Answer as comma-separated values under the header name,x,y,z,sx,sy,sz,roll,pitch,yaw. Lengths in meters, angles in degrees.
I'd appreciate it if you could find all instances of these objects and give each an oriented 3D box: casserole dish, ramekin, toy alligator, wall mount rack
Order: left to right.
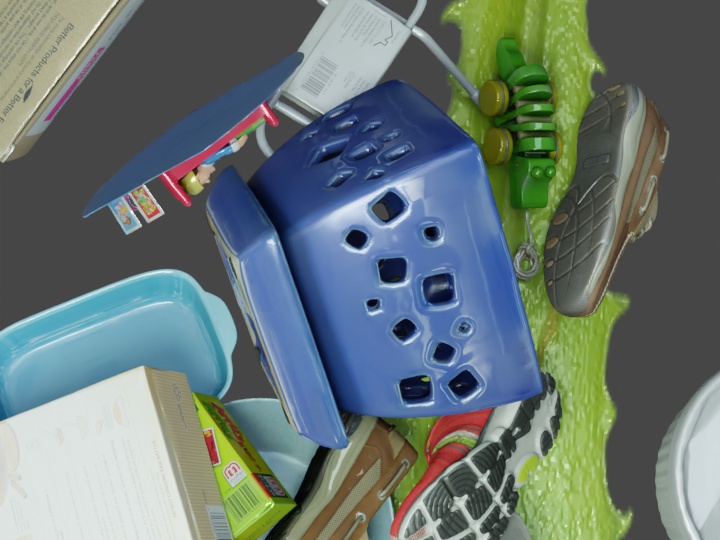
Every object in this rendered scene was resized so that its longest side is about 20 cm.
name,x,y,z,sx,sy,sz,roll,pitch,yaw
casserole dish,-0.187,0.077,1.197,0.200,0.039,0.121,-22,71,-8
wall mount rack,0.007,-0.141,1.275,0.174,0.075,0.200,33,75,1
toy alligator,0.137,-0.094,1.290,0.059,0.054,0.200,-1,82,-26
ramekin,0.324,0.167,1.260,0.202,0.094,0.203,2,80,-10

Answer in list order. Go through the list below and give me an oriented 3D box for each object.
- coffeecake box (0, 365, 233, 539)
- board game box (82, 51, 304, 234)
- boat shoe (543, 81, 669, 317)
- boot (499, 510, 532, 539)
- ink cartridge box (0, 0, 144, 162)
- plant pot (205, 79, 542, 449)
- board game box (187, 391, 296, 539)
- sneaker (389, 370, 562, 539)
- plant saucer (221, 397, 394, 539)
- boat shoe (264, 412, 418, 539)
name,x,y,z,sx,sy,sz,roll,pitch,yaw
coffeecake box,-0.199,0.172,1.094,0.200,0.073,0.154,-21,76,14
board game box,-0.111,-0.088,1.184,0.039,0.200,0.158,54,39,-15
boat shoe,0.206,-0.051,1.289,0.072,0.076,0.200,27,74,-30
boot,0.050,0.291,1.199,0.200,0.073,0.182,-24,122,-36
ink cartridge box,-0.263,-0.208,1.198,0.165,0.075,0.200,40,99,-2
plant pot,0.000,0.000,1.157,0.180,0.200,0.200,-22,113,-7
board game box,-0.154,0.190,1.141,0.200,0.048,0.102,-42,71,8
sneaker,0.077,0.149,1.209,0.200,0.085,0.077,-44,120,-39
plant saucer,-0.075,0.197,1.209,0.201,0.039,0.201,2,80,-10
boat shoe,-0.023,0.194,1.162,0.074,0.076,0.200,33,76,-7
